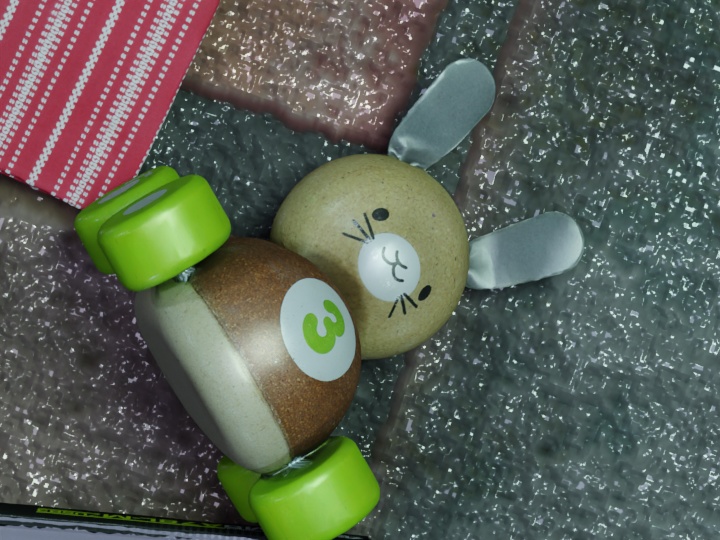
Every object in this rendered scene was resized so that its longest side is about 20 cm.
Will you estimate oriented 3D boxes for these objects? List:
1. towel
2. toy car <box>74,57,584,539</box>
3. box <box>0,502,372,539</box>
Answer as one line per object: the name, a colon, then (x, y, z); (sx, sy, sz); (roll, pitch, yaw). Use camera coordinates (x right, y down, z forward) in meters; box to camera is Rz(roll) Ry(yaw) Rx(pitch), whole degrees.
towel: (-0.175, -0.124, 1.251); (0.199, 0.023, 0.145); (26, 114, -5)
toy car: (0.000, 0.000, 1.224); (0.200, 0.158, 0.165); (-31, 101, -9)
box: (-0.096, 0.214, 1.262); (0.192, 0.048, 0.201); (6, 93, -5)
